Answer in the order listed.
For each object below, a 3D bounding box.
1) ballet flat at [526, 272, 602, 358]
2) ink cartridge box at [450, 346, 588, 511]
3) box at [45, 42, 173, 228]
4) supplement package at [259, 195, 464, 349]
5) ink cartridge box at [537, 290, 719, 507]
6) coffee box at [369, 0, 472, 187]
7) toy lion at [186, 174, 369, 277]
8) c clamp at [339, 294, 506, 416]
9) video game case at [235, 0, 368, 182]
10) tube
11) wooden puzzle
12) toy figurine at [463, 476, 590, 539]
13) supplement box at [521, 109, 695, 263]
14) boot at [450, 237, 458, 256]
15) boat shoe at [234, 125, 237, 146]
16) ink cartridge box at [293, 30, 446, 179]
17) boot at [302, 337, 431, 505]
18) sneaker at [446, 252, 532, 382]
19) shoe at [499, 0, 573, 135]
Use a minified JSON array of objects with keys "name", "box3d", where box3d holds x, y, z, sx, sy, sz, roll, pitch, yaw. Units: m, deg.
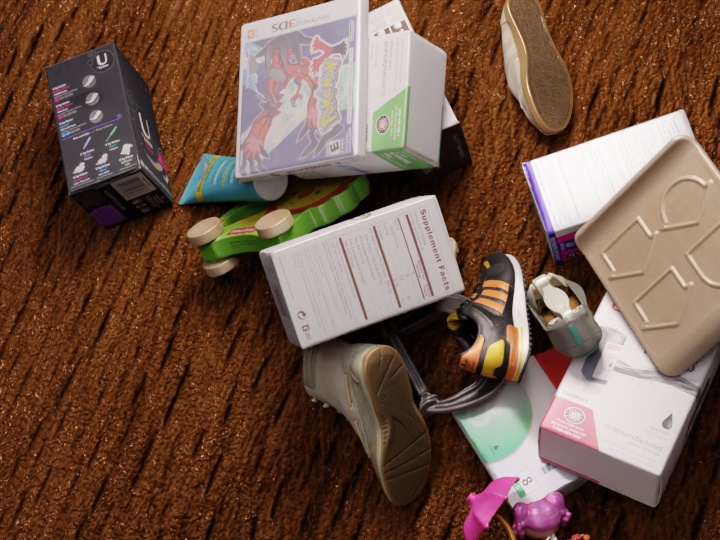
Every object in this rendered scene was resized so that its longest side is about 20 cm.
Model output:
[{"name":"ballet flat","box3d":[0.224,0.035,1.567,0.067,0.064,0.200,-34,20,4]},{"name":"ink cartridge box","box3d":[0.224,0.168,1.587,0.200,0.050,0.161,-34,65,2]},{"name":"box","box3d":[-0.332,-0.178,1.827,0.106,0.122,0.201,-19,66,7]},{"name":"supplement package","box3d":[0.000,0.000,1.578,0.199,0.117,0.118,-19,94,-10]},{"name":"ink cartridge box","box3d":[0.303,0.138,1.535,0.145,0.085,0.200,21,60,20]},{"name":"coffee box","box3d":[0.061,-0.224,1.747,0.079,0.114,0.201,-25,64,4]},{"name":"toy lion","box3d":[-0.091,-0.074,1.726,0.199,0.069,0.192,-4,31,41]},{"name":"c clamp","box3d":[0.079,0.104,1.638,0.170,0.027,0.200,-30,45,-7]},{"name":"video game case","box3d":[-0.071,-0.215,1.638,0.182,0.023,0.201,-8,75,34]},{"name":"tube","box3d":[-0.167,-0.117,1.764,0.200,0.050,0.078,5,61,54]},{"name":"wooden puzzle","box3d":[0.351,-0.016,1.497,0.185,0.046,0.200,-48,60,30]},{"name":"toy figurine","box3d":[0.191,0.308,1.480,0.199,0.150,0.185,-13,73,-15]},{"name":"supplement box","box3d":[0.307,-0.099,1.640,0.199,0.101,0.104,-20,66,7]},{"name":"boot","box3d":[0.019,-0.007,1.668,0.199,0.107,0.075,-28,29,0]},{"name":"boat shoe","box3d":[-0.062,-0.185,1.785,0.199,0.072,0.072,-14,81,19]},{"name":"ink cartridge box","box3d":[-0.005,-0.194,1.655,0.199,0.087,0.146,-3,77,36]},{"name":"boot","box3d":[0.003,0.168,1.622,0.072,0.201,0.154,-25,21,-29]},{"name":"sneaker","box3d":[0.143,0.044,1.599,0.090,0.070,0.201,7,40,-9]},{"name":"shoe","box3d":[0.221,-0.258,1.759,0.070,0.053,0.201,-3,69,-22]}]
